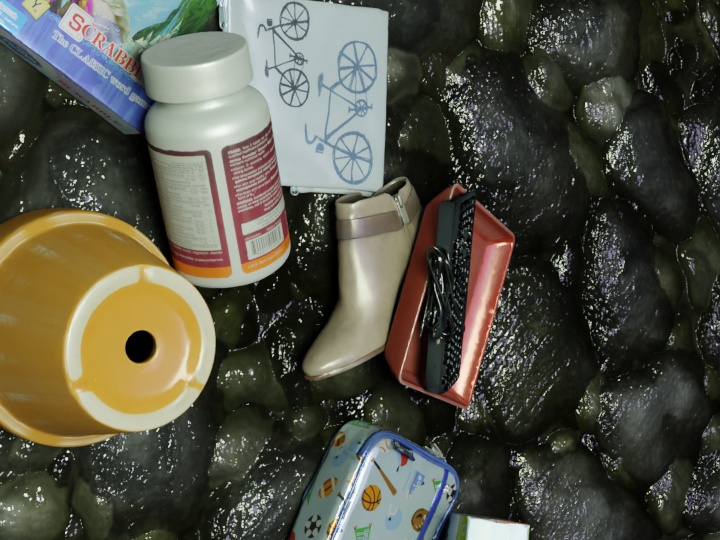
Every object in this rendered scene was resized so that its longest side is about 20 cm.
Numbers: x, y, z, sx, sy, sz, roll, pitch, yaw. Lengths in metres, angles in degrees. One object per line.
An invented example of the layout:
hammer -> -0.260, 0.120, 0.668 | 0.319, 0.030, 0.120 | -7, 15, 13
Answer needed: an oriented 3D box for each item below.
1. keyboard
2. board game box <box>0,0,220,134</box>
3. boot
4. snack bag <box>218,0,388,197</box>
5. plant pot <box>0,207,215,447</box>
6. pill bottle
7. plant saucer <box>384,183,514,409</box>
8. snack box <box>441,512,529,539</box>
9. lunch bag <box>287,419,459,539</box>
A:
keyboard -> 0.095, 0.029, 1.125 | 0.104, 0.039, 0.202 | -27, 123, -57
board game box -> -0.221, -0.255, 0.991 | 0.200, 0.041, 0.201 | 36, 74, -32
boot -> 0.000, 0.000, 1.145 | 0.200, 0.070, 0.147 | -34, 120, -42
snack bag -> -0.056, -0.168, 1.127 | 0.199, 0.021, 0.191 | 0, 94, -35
plant pot -> -0.213, 0.053, 0.937 | 0.199, 0.183, 0.202 | -4, 96, -34
pill bottle -> -0.126, -0.095, 1.004 | 0.109, 0.109, 0.202 | -25, 123, -31
plant saucer -> 0.090, 0.030, 1.195 | 0.200, 0.036, 0.201 | 30, 74, -62
snack box -> 0.115, 0.334, 1.170 | 0.067, 0.200, 0.170 | 8, 78, 0
lunch bag -> 0.016, 0.260, 1.184 | 0.160, 0.075, 0.201 | 36, 75, -34
